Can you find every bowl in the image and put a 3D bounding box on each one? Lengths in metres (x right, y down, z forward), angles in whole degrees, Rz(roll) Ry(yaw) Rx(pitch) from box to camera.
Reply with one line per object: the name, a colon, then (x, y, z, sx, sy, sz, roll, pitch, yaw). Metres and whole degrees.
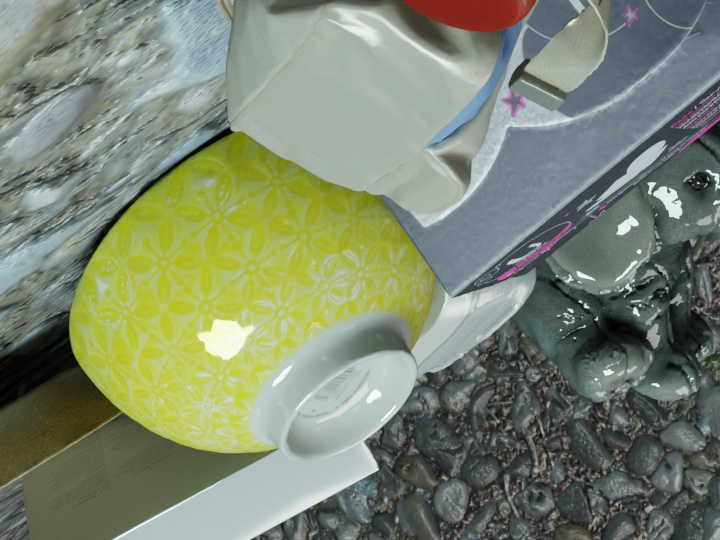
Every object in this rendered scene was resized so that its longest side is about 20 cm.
bowl: (-0.032, 0.029, 0.913, 0.199, 0.108, 0.201, -28, 149, -18)

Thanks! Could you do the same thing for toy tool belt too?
toy tool belt: (0.023, -0.110, 0.586, 0.124, 0.124, 0.200, -68, -171, -20)

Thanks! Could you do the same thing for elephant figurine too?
elephant figurine: (0.156, -0.039, 1.003, 0.154, 0.142, 0.201, -1, 129, -15)

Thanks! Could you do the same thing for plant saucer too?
plant saucer: (-0.205, 0.100, 1.009, 0.199, 0.036, 0.200, -30, -178, 1)

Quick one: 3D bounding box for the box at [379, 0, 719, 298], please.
box: (0.094, -0.102, 0.852, 0.200, 0.132, 0.115, -39, 170, 21)

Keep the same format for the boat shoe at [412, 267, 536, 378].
boat shoe: (0.040, 0.027, 1.052, 0.068, 0.072, 0.200, 0, 156, -20)

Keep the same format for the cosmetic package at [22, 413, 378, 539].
cosmetic package: (-0.101, 0.107, 1.082, 0.199, 0.052, 0.151, -28, -151, 2)
